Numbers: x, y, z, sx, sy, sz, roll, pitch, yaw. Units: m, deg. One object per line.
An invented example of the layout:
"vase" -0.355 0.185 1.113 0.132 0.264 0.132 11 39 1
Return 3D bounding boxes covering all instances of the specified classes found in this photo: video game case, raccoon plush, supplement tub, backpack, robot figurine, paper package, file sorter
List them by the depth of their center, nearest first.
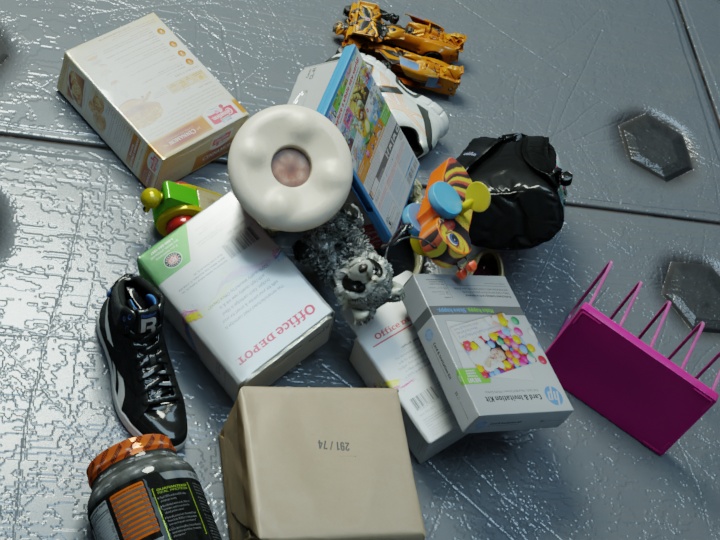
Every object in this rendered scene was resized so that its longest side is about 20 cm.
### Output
"supplement tub" -0.205 0.278 1.375 0.121 0.123 0.202 -10 61 -29
"paper package" -0.045 0.231 1.491 0.197 0.104 0.193 3 54 -22
"raccoon plush" 0.000 0.000 1.631 0.135 0.096 0.200 53 8 9
"video game case" 0.011 -0.156 1.665 0.201 0.018 0.144 59 38 -35
"file sorter" 0.356 0.106 1.732 0.199 0.140 0.126 34 48 4
"backpack" 0.200 -0.105 1.789 0.164 0.128 0.201 3 26 10
"robot figurine" 0.056 -0.332 1.973 0.197 0.058 0.147 17 50 -12

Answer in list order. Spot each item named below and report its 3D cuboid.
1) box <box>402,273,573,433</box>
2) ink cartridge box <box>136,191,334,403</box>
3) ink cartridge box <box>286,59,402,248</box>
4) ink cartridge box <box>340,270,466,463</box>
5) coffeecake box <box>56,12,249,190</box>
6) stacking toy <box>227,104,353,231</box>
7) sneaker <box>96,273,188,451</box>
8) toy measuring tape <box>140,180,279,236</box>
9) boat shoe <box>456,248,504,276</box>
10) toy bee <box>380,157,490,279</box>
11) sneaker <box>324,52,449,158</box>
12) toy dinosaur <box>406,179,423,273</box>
"box" 0.147 0.095 1.598 0.154 0.041 0.202 2 52 -37
"ink cartridge box" -0.146 0.034 1.581 0.145 0.088 0.200 -37 73 -19
"ink cartridge box" -0.015 -0.145 1.720 0.084 0.201 0.149 -7 46 27
"ink cartridge box" 0.066 0.114 1.634 0.114 0.068 0.201 -27 70 -22
"coffeecake box" -0.268 -0.219 1.743 0.200 0.073 0.153 47 51 14
"stacking toy" -0.095 -0.102 1.605 0.144 0.200 0.149 2 79 -11
"sneaker" -0.241 0.096 1.499 0.072 0.112 0.202 -14 62 -29
"toy measuring tape" -0.195 -0.064 1.683 0.198 0.073 0.074 17 47 -41
"boat shoe" 0.148 0.058 1.722 0.073 0.067 0.202 15 53 -14
"toy bee" 0.099 -0.044 1.625 0.109 0.131 0.200 45 60 -9
"sneaker" 0.029 -0.231 1.880 0.198 0.074 0.080 31 52 1
"toy dinosaur" 0.080 -0.064 1.769 0.047 0.088 0.202 17 51 -13
